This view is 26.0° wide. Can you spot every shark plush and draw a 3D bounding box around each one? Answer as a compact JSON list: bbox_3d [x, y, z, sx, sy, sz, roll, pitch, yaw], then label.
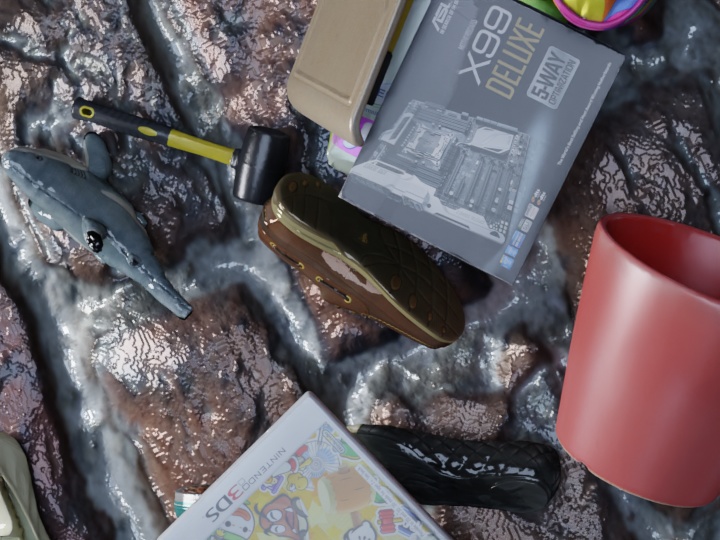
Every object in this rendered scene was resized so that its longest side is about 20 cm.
[{"bbox_3d":[-0.227,-0.026,1.335,0.091,0.083,0.201,-34,90,10],"label":"shark plush"}]

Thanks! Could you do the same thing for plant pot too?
[{"bbox_3d":[0.248,0.074,1.230,0.199,0.200,0.179,21,108,6],"label":"plant pot"}]

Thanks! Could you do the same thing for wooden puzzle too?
[{"bbox_3d":[0.004,-0.209,1.245,0.037,0.185,0.202,14,100,-21],"label":"wooden puzzle"}]

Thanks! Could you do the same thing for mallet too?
[{"bbox_3d":[-0.153,-0.122,1.341,0.199,0.041,0.066,25,102,9],"label":"mallet"}]

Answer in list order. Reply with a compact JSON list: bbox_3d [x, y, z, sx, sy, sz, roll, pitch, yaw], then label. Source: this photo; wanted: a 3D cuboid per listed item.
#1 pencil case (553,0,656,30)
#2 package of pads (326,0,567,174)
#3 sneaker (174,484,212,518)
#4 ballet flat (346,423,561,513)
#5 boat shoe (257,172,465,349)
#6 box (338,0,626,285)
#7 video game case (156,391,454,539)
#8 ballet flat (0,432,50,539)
[{"bbox_3d":[0.194,-0.231,1.202,0.088,0.200,0.089,3,103,13],"label":"pencil case"},{"bbox_3d":[0.069,-0.154,1.289,0.153,0.068,0.201,23,97,4],"label":"package of pads"},{"bbox_3d":[-0.069,0.237,1.343,0.198,0.071,0.081,12,93,6],"label":"sneaker"},{"bbox_3d":[0.073,0.166,1.336,0.198,0.057,0.067,10,125,12],"label":"ballet flat"},{"bbox_3d":[0.000,0.000,1.320,0.199,0.072,0.068,37,132,-5],"label":"boat shoe"},{"bbox_3d":[0.095,-0.114,1.230,0.157,0.050,0.201,27,99,3],"label":"box"},{"bbox_3d":[-0.038,0.235,1.301,0.182,0.023,0.200,-44,94,2],"label":"video game case"},{"bbox_3d":[-0.310,0.244,1.382,0.069,0.069,0.202,-19,93,9],"label":"ballet flat"}]
